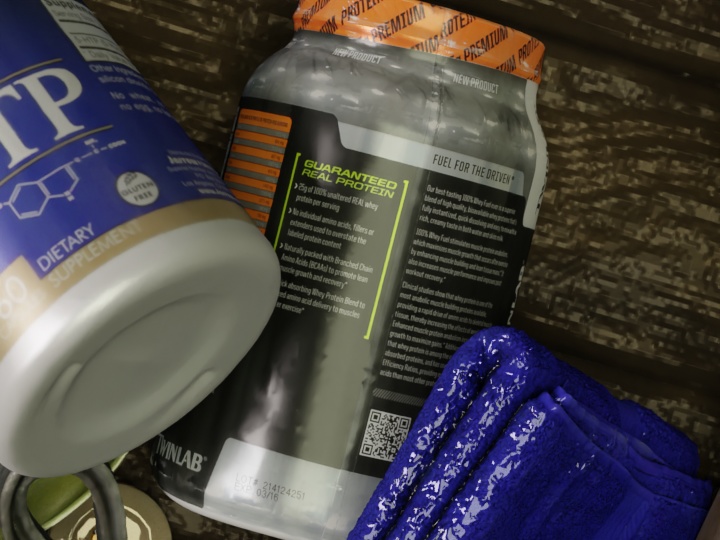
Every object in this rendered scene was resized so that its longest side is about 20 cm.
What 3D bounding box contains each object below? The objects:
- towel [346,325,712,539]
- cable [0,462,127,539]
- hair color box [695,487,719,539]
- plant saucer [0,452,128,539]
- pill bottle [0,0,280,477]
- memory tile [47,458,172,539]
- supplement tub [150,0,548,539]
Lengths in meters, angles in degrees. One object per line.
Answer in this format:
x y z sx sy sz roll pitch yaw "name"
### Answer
0.064 0.110 0.932 0.049 0.200 0.148 28 88 31 "towel"
-0.091 0.151 0.941 0.096 0.050 0.201 -4 123 -13 "cable"
0.154 0.159 0.954 0.064 0.109 0.201 20 105 -15 "hair color box"
-0.168 0.014 0.958 0.198 0.031 0.202 0 81 0 "plant saucer"
-0.129 -0.039 0.884 0.119 0.120 0.200 -38 68 -4 "pill bottle"
-0.153 0.104 0.988 0.152 0.017 0.201 -21 94 -6 "memory tile"
0.000 0.000 0.948 0.122 0.123 0.202 15 92 -7 "supplement tub"
